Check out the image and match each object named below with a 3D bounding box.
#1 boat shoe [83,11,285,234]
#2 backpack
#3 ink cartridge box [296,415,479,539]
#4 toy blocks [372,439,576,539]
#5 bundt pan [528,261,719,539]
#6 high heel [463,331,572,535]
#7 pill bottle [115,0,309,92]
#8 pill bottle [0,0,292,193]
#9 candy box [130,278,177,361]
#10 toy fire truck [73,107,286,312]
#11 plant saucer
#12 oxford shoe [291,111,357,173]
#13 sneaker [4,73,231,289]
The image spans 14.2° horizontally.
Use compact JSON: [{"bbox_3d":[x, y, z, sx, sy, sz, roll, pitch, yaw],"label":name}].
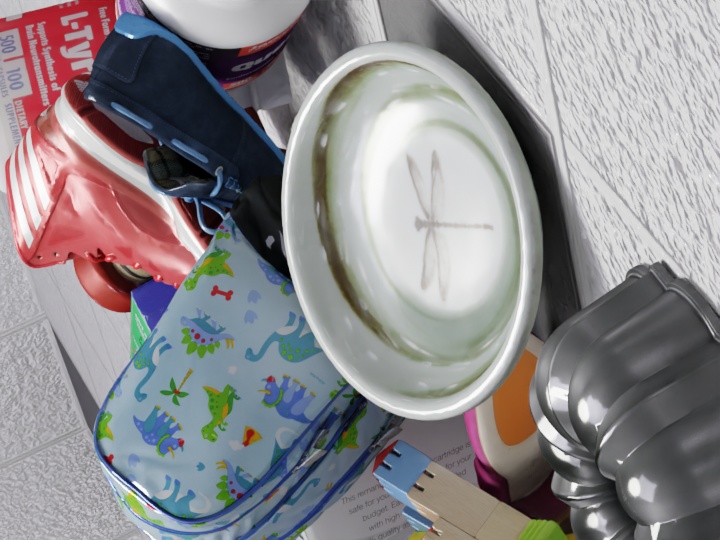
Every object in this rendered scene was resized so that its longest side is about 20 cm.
[{"bbox_3d":[-0.105,-0.075,1.714,0.084,0.069,0.200,23,162,47],"label":"boat shoe"},{"bbox_3d":[-0.060,0.070,1.638,0.163,0.200,0.154,40,-160,17],"label":"backpack"},{"bbox_3d":[0.029,0.141,1.775,0.086,0.146,0.200,-137,25,-67],"label":"ink cartridge box"},{"bbox_3d":[0.073,0.172,1.621,0.137,0.100,0.200,29,165,33],"label":"toy blocks"},{"bbox_3d":[0.143,0.102,1.348,0.202,0.076,0.202,60,167,23],"label":"bundt pan"},{"bbox_3d":[0.077,0.077,1.625,0.096,0.067,0.200,41,169,41],"label":"high heel"},{"bbox_3d":[-0.084,-0.176,1.708,0.113,0.112,0.200,64,169,3],"label":"pill bottle"},{"bbox_3d":[-0.150,-0.125,1.857,0.112,0.200,0.112,166,90,-87],"label":"pill bottle"},{"bbox_3d":[-0.068,0.033,1.933,0.077,0.169,0.200,59,168,14],"label":"candy box"},{"bbox_3d":[-0.131,-0.073,1.974,0.112,0.200,0.168,-36,71,40],"label":"toy fire truck"},{"bbox_3d":[0.038,-0.023,1.516,0.200,0.050,0.201,16,111,48],"label":"plant saucer"},{"bbox_3d":[0.020,-0.049,1.658,0.075,0.058,0.200,32,167,32],"label":"oxford shoe"},{"bbox_3d":[-0.138,-0.021,1.805,0.200,0.116,0.078,47,-148,-4],"label":"sneaker"}]
